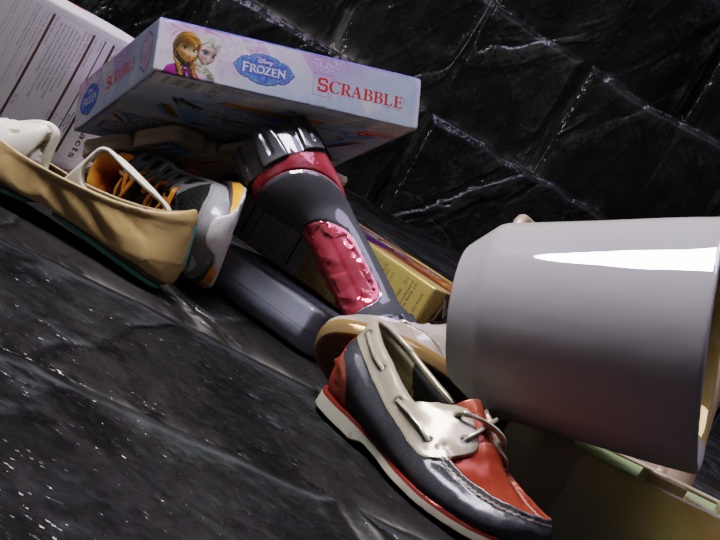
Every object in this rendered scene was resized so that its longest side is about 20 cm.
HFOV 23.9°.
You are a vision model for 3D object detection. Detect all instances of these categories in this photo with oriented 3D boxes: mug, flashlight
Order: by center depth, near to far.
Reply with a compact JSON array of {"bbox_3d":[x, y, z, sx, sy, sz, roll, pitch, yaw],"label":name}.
[{"bbox_3d":[0.137,0.043,1.018,0.153,0.150,0.187,7,-24,15],"label":"mug"},{"bbox_3d":[-0.021,-0.009,1.167,0.200,0.068,0.068,64,3,21],"label":"flashlight"}]

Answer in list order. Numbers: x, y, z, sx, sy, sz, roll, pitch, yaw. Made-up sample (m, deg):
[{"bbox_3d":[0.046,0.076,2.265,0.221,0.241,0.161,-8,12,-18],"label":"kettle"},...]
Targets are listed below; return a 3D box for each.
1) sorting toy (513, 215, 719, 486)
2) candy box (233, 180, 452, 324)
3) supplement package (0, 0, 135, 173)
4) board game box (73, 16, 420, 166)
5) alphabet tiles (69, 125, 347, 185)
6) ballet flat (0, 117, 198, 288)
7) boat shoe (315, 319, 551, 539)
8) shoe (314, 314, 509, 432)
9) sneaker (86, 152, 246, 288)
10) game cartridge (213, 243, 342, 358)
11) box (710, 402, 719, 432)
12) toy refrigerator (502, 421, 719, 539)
[{"bbox_3d":[0.161,0.081,1.207,0.200,0.185,0.036,32,-32,-10],"label":"sorting toy"},{"bbox_3d":[0.000,0.000,1.277,0.200,0.057,0.117,35,7,34],"label":"candy box"},{"bbox_3d":[-0.265,-0.164,1.362,0.121,0.120,0.200,34,6,42],"label":"supplement package"},{"bbox_3d":[-0.088,-0.122,1.252,0.200,0.041,0.199,11,-12,-24],"label":"board game box"},{"bbox_3d":[-0.120,-0.076,1.337,0.195,0.015,0.200,-6,-16,32],"label":"alphabet tiles"},{"bbox_3d":[-0.195,-0.062,1.107,0.200,0.063,0.069,30,5,-1],"label":"ballet flat"},{"bbox_3d":[0.046,0.096,0.970,0.071,0.063,0.200,28,7,-41],"label":"boat shoe"},{"bbox_3d":[0.060,0.076,1.100,0.200,0.070,0.053,27,39,-16],"label":"shoe"},{"bbox_3d":[-0.141,-0.042,1.207,0.077,0.078,0.200,22,1,-25],"label":"sneaker"},{"bbox_3d":[-0.022,0.039,1.277,0.133,0.041,0.200,30,4,33],"label":"game cartridge"},{"bbox_3d":[0.179,0.081,1.319,0.200,0.158,0.051,31,6,-6],"label":"box"},{"bbox_3d":[0.176,0.156,1.079,0.200,0.070,0.076,28,6,-32],"label":"toy refrigerator"}]
